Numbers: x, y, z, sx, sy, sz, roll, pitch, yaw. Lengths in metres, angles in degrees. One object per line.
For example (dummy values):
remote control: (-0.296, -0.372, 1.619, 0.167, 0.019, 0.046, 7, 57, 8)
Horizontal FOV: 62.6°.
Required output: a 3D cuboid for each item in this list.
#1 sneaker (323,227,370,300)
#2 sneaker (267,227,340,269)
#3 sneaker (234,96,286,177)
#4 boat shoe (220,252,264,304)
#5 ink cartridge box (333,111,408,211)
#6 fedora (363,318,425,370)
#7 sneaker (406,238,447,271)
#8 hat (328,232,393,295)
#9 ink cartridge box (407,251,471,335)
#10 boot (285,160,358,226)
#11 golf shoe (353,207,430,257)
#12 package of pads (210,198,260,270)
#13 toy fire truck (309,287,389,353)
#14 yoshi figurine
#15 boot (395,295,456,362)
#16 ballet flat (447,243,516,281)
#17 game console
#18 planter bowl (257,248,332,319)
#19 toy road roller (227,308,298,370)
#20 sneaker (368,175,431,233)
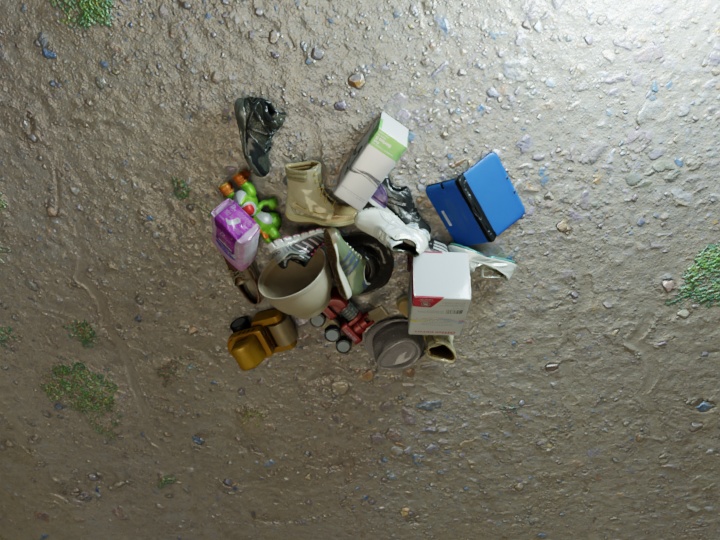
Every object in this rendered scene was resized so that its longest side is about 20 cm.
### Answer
sneaker: (-0.030, -0.028, 1.546, 0.090, 0.067, 0.201, -22, 110, -20)
sneaker: (-0.141, -0.056, 1.556, 0.199, 0.074, 0.088, -17, 91, -22)
sneaker: (-0.234, -0.328, 1.461, 0.114, 0.076, 0.200, -1, 115, 13)
boat shoe: (-0.329, 0.011, 1.667, 0.076, 0.072, 0.200, -26, 111, 19)
ink cartridge box: (0.025, -0.264, 1.433, 0.084, 0.146, 0.200, 32, 117, -13)
fedora: (0.106, 0.235, 1.748, 0.200, 0.090, 0.177, -24, 115, 18)
sneaker: (0.125, -0.049, 1.595, 0.200, 0.076, 0.116, 24, 132, 0)
hat: (0.000, 0.000, 1.627, 0.200, 0.081, 0.201, 2, 121, 3)
ink cartridge box: (0.202, 0.064, 1.561, 0.145, 0.145, 0.200, 2, 146, 0)
boot: (-0.096, -0.198, 1.518, 0.199, 0.073, 0.156, 6, 121, 7)
golf shoe: (0.073, -0.093, 1.475, 0.200, 0.097, 0.078, 19, 125, 4)
package of pads: (-0.325, -0.088, 1.539, 0.120, 0.076, 0.200, 43, 156, 5)
toy fire truck: (-0.026, 0.122, 1.682, 0.200, 0.129, 0.176, -37, 110, 15)
yoshi figurine: (-0.278, -0.163, 1.565, 0.200, 0.112, 0.112, 56, 150, -10)
boot: (0.185, 0.165, 1.662, 0.200, 0.156, 0.073, 35, 118, -15)
ballet flat: (0.322, -0.017, 1.584, 0.199, 0.070, 0.070, 16, 121, -11)
game console: (0.297, -0.179, 1.532, 0.170, 0.118, 0.200, -8, 124, 46)
planter bowl: (-0.159, 0.047, 1.613, 0.200, 0.200, 0.135, -17, 129, 15)
toy road roller: (-0.295, 0.211, 1.740, 0.200, 0.146, 0.123, -16, 118, 14)
sneaker: (0.114, -0.166, 1.527, 0.200, 0.076, 0.088, 33, 112, -13)
